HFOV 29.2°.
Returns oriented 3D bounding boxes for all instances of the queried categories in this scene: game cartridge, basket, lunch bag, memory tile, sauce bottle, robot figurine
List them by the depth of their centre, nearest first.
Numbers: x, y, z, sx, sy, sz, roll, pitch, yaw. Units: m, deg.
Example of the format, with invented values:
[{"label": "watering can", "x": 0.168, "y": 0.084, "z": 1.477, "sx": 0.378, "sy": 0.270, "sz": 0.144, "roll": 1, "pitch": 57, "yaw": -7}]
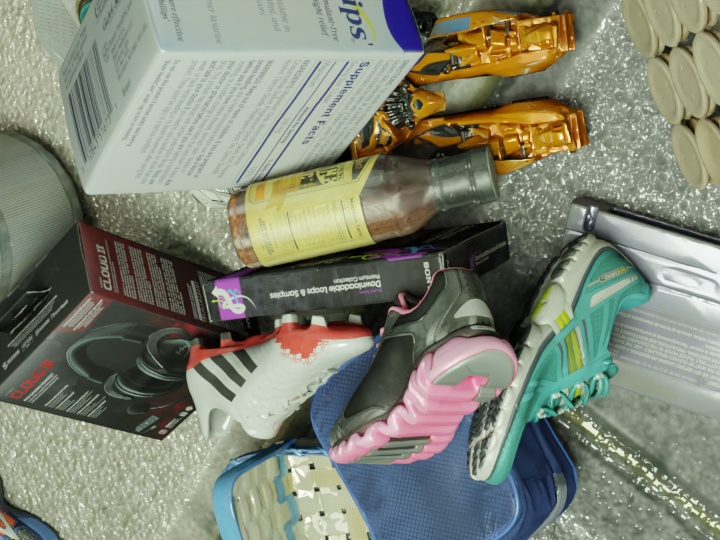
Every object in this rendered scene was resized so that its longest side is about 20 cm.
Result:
[{"label": "memory tile", "x": 0.226, "y": -0.128, "z": 0.896, "sx": 0.017, "sy": 0.200, "sz": 0.155, "roll": -21, "pitch": 91, "yaw": -6}, {"label": "sauce bottle", "x": 0.002, "y": -0.050, "z": 1.012, "sx": 0.197, "sy": 0.066, "sz": 0.067, "roll": -12, "pitch": 99, "yaw": 11}, {"label": "game cartridge", "x": 0.236, "y": 0.035, "z": 1.014, "sx": 0.198, "sy": 0.038, "sz": 0.131, "roll": 19, "pitch": 115, "yaw": 20}, {"label": "robot figurine", "x": 0.067, "y": -0.130, "z": 1.034, "sx": 0.197, "sy": 0.058, "sz": 0.147, "roll": -5, "pitch": 99, "yaw": 26}, {"label": "lunch bag", "x": 0.073, "y": 0.138, "z": 1.059, "sx": 0.135, "sy": 0.132, "sz": 0.202, "roll": -36, "pitch": 74, "yaw": 28}, {"label": "basket", "x": -0.048, "y": 0.216, "z": 1.099, "sx": 0.137, "sy": 0.200, "sz": 0.179, "roll": -9, "pitch": 101, "yaw": 27}]

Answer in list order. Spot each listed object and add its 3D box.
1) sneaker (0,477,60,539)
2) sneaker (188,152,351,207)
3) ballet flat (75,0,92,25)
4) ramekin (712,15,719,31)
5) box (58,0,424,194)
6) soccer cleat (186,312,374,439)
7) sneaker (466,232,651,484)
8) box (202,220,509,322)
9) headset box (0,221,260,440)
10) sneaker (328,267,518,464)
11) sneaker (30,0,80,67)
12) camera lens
[{"label": "sneaker", "x": -0.359, "y": 0.257, "z": 1.327, "sx": 0.200, "sy": 0.078, "sz": 0.076, "roll": 44, "pitch": 118, "yaw": 9}, {"label": "sneaker", "x": -0.087, "y": -0.081, "z": 1.106, "sx": 0.198, "sy": 0.076, "sz": 0.088, "roll": 29, "pitch": 142, "yaw": -9}, {"label": "ballet flat", "x": -0.162, "y": -0.164, "z": 1.117, "sx": 0.070, "sy": 0.071, "sz": 0.201, "roll": -7, "pitch": 136, "yaw": 26}, {"label": "ramekin", "x": 0.317, "y": -0.166, "z": 0.887, "sx": 0.200, "sy": 0.094, "sz": 0.205, "roll": 7, "pitch": 106, "yaw": 24}, {"label": "box", "x": -0.089, "y": -0.146, "z": 0.971, "sx": 0.184, "sy": 0.198, "sz": 0.106, "roll": -45, "pitch": 56, "yaw": 52}, {"label": "soccer cleat", "x": -0.060, "y": 0.082, "z": 1.039, "sx": 0.198, "sy": 0.068, "sz": 0.087, "roll": -14, "pitch": 80, "yaw": 43}, {"label": "sneaker", "x": 0.139, "y": 0.066, "z": 0.960, "sx": 0.079, "sy": 0.201, "sz": 0.078, "roll": 35, "pitch": 160, "yaw": -1}, {"label": "box", "x": 0.000, "y": 0.000, "z": 1.052, "sx": 0.198, "sy": 0.143, "sz": 0.037, "roll": -8, "pitch": 98, "yaw": 27}, {"label": "headset box", "x": -0.203, "y": 0.053, "z": 1.130, "sx": 0.149, "sy": 0.199, "sz": 0.078, "roll": -41, "pitch": 50, "yaw": 27}, {"label": "sneaker", "x": 0.035, "y": 0.068, "z": 0.951, "sx": 0.200, "sy": 0.078, "sz": 0.096, "roll": -46, "pitch": 49, "yaw": 46}, {"label": "sneaker", "x": -0.217, "y": -0.246, "z": 1.131, "sx": 0.073, "sy": 0.119, "sz": 0.202, "roll": 23, "pitch": 148, "yaw": 25}, {"label": "camera lens", "x": -0.345, "y": -0.028, "z": 1.175, "sx": 0.158, "sy": 0.200, "sz": 0.162, "roll": 6, "pitch": 106, "yaw": 23}]
